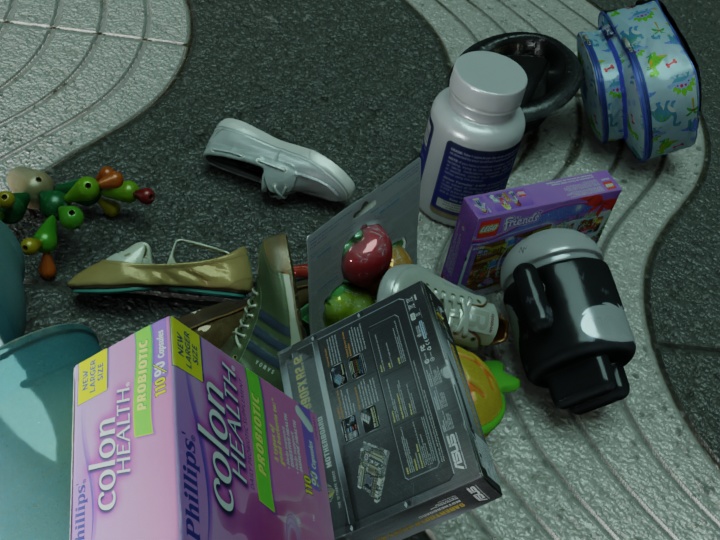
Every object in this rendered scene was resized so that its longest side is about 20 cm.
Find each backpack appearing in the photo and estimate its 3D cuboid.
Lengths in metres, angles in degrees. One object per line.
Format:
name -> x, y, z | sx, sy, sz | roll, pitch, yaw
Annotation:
backpack -> 0.393, -0.258, 1.359 | 0.146, 0.183, 0.201 | -17, 46, 4

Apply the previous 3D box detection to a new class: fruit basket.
fruit basket -> 0.000, 0.000, 1.009 | 0.093, 0.201, 0.185 | 23, 45, 33

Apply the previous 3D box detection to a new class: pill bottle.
pill bottle -> 0.140, -0.164, 1.194 | 0.119, 0.201, 0.120 | 6, 46, -6

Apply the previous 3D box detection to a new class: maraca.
maraca -> 0.086, 0.123, 0.976 | 0.137, 0.108, 0.200 | 21, 25, 23

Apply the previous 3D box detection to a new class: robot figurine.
robot figurine -> 0.223, 0.052, 1.043 | 0.124, 0.150, 0.201 | -9, 65, -8

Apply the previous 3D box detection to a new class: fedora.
fedora -> 0.220, -0.251, 1.363 | 0.199, 0.092, 0.201 | -3, 50, 4

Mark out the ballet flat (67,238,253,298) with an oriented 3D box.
ballet flat -> -0.217, -0.003, 1.048 | 0.199, 0.069, 0.063 | 2, 88, -8

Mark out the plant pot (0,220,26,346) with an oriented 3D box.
plant pot -> -0.408, 0.035, 0.906 | 0.199, 0.201, 0.188 | 6, 30, -7

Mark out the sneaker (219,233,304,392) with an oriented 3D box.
sneaker -> -0.101, 0.069, 0.950 | 0.089, 0.201, 0.067 | -8, 4, -2

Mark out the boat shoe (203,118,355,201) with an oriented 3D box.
boat shoe -> -0.106, -0.126, 1.204 | 0.199, 0.072, 0.069 | 27, 68, 5

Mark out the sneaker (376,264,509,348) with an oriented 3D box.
sneaker -> 0.094, 0.039, 0.998 | 0.084, 0.200, 0.073 | 6, 82, 35

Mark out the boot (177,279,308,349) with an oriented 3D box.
boot -> -0.105, 0.060, 1.036 | 0.199, 0.074, 0.076 | -21, 83, -33

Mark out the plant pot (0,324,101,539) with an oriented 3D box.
plant pot -> -0.250, 0.181, 0.787 | 0.200, 0.200, 0.188 | -33, 76, -35

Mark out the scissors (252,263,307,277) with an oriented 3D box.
scissors -> -0.100, 0.002, 1.086 | 0.199, 0.014, 0.073 | -5, 10, -16

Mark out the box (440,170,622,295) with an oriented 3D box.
box -> 0.200, -0.041, 1.132 | 0.199, 0.137, 0.039 | -12, 50, -23

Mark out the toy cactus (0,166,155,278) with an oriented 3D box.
toy cactus -> -0.354, -0.075, 1.098 | 0.199, 0.103, 0.165 | -29, 39, -30

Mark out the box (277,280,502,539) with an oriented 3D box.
box -> 0.018, 0.128, 0.823 | 0.158, 0.048, 0.201 | -28, 50, 15

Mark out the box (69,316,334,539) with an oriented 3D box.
box -> -0.112, 0.164, 0.716 | 0.096, 0.200, 0.177 | -27, 49, 19
